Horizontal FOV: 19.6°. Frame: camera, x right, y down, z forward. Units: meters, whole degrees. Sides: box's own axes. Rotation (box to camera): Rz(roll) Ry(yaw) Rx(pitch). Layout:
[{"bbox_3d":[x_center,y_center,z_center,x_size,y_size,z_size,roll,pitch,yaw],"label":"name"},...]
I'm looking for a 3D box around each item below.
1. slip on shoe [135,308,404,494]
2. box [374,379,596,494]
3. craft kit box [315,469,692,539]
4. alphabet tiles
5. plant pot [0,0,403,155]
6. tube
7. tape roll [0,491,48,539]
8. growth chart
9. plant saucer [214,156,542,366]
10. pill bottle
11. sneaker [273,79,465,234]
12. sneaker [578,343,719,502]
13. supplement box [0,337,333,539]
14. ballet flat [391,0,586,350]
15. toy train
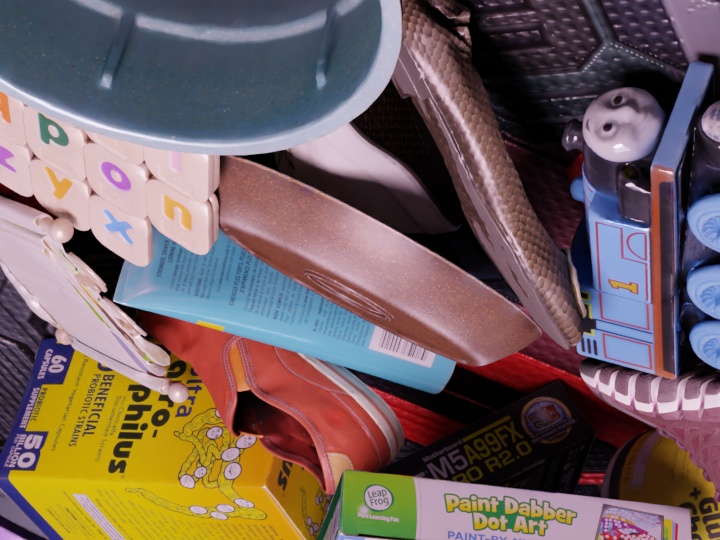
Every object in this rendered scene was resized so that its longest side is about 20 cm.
[{"bbox_3d":[-0.065,0.065,1.236,0.200,0.061,0.074,34,149,28],"label":"slip on shoe"},{"bbox_3d":[0.057,0.163,1.311,0.160,0.044,0.200,-24,153,-18],"label":"box"},{"bbox_3d":[0.067,0.185,1.194,0.197,0.049,0.200,10,147,-7],"label":"craft kit box"},{"bbox_3d":[-0.156,-0.083,1.077,0.200,0.015,0.196,31,151,15],"label":"alphabet tiles"},{"bbox_3d":[-0.061,-0.180,0.771,0.199,0.197,0.200,11,148,7],"label":"plant pot"},{"bbox_3d":[-0.039,0.017,1.194,0.199,0.078,0.050,20,139,-13],"label":"tube"},{"bbox_3d":[-0.244,0.214,1.487,0.200,0.085,0.200,27,180,0],"label":"tape roll"},{"bbox_3d":[-0.174,0.014,1.241,0.144,0.018,0.200,25,158,35],"label":"growth chart"},{"bbox_3d":[0.000,0.000,1.097,0.200,0.035,0.200,29,174,3],"label":"plant saucer"},{"bbox_3d":[0.244,0.129,1.200,0.112,0.112,0.200,35,144,-28],"label":"pill bottle"},{"bbox_3d":[-0.021,-0.076,1.034,0.084,0.073,0.200,-5,144,26],"label":"sneaker"},{"bbox_3d":[0.191,0.105,1.129,0.075,0.116,0.200,-15,-167,-26],"label":"sneaker"},{"bbox_3d":[-0.116,0.117,1.343,0.199,0.109,0.110,-1,145,24],"label":"supplement box"},{"bbox_3d":[0.066,-0.051,1.010,0.200,0.046,0.067,60,172,-15],"label":"ballet flat"},{"bbox_3d":[0.159,-0.020,1.036,0.114,0.087,0.200,12,149,17],"label":"toy train"}]
